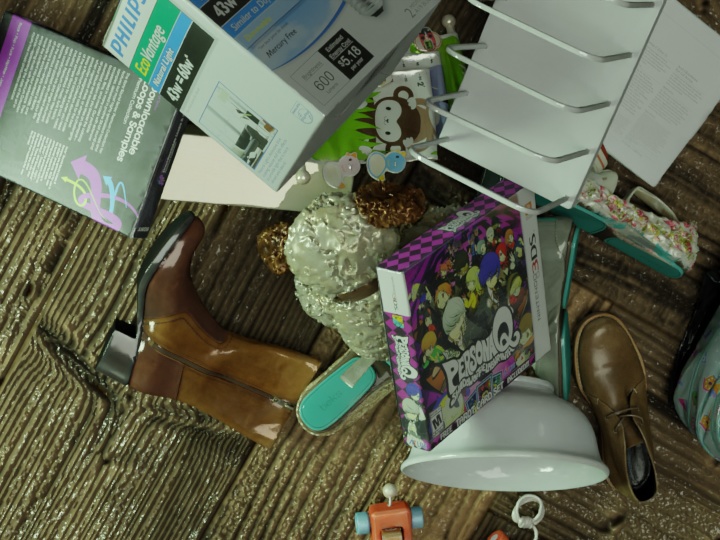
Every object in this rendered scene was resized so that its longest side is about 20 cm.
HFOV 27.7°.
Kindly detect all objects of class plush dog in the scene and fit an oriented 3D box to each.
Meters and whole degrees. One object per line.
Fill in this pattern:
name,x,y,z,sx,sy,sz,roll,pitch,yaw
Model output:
plush dog,0.000,0.000,1.328,0.199,0.161,0.172,-23,129,23

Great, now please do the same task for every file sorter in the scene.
file sorter,0.144,-0.164,1.243,0.138,0.124,0.201,28,111,17

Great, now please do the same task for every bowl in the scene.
bowl,0.140,0.155,1.422,0.200,0.201,0.091,6,72,-9

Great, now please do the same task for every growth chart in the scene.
growth chart,0.018,-0.154,1.355,0.199,0.018,0.145,-14,76,-18

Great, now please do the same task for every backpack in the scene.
backpack,0.398,0.096,1.457,0.166,0.127,0.200,27,101,-16

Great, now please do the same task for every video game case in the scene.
video game case,0.098,0.037,1.322,0.200,0.036,0.182,-33,124,-41

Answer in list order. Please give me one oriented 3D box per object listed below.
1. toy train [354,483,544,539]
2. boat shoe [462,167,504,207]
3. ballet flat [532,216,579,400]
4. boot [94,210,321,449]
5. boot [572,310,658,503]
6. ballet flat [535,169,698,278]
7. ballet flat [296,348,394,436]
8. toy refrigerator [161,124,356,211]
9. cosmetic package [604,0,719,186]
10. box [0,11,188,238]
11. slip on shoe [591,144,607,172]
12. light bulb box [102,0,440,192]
toy train,0.095,0.292,1.490,0.199,0.056,0.151,-1,109,-8
boat shoe,0.120,-0.029,1.417,0.060,0.076,0.201,2,102,-14
ballet flat,0.180,0.039,1.445,0.063,0.067,0.201,5,114,12
boot,-0.129,0.059,1.407,0.199,0.068,0.189,24,98,-13
boot,0.266,0.139,1.473,0.073,0.075,0.201,-16,104,-4
ballet flat,0.249,-0.060,1.437,0.200,0.076,0.064,28,77,-19
ballet flat,0.021,0.088,1.435,0.200,0.065,0.071,-36,80,7
toy refrigerator,-0.109,-0.094,1.370,0.199,0.076,0.070,4,102,-9
cosmetic package,0.246,-0.201,1.399,0.200,0.052,0.151,36,99,-13
box,-0.256,-0.131,1.316,0.199,0.036,0.143,25,100,19
slip on shoe,0.197,-0.187,1.329,0.061,0.074,0.201,-17,100,-5
light bulb box,-0.075,-0.214,1.254,0.200,0.125,0.198,40,53,1
